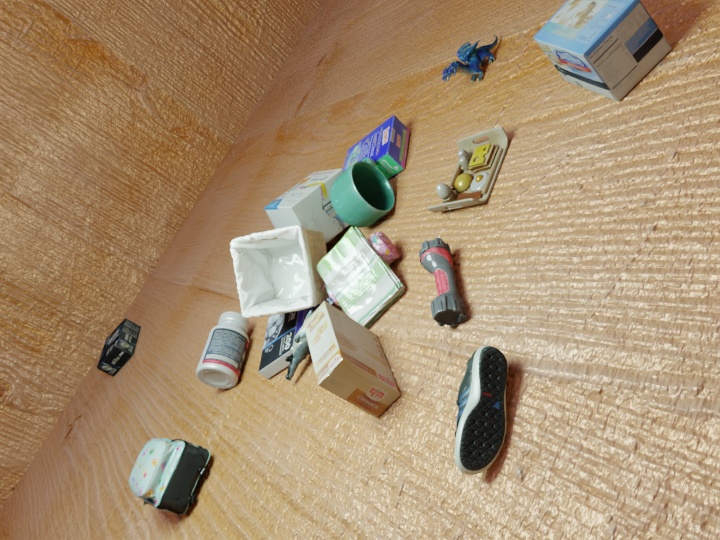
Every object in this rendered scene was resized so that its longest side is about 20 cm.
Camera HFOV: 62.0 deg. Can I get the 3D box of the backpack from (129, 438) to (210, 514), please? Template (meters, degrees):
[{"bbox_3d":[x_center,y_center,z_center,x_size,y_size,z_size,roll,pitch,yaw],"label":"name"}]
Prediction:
[{"bbox_3d":[-0.502,0.521,1.548,0.200,0.153,0.177,-20,48,56],"label":"backpack"}]

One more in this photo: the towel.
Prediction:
[{"bbox_3d":[-0.008,0.017,1.353,0.149,0.031,0.200,-45,64,16],"label":"towel"}]

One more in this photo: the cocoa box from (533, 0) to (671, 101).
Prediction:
[{"bbox_3d":[0.454,-0.436,1.147,0.133,0.131,0.200,-46,29,13],"label":"cocoa box"}]

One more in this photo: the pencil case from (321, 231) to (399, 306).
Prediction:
[{"bbox_3d":[0.000,0.000,1.413,0.200,0.087,0.088,-44,30,17],"label":"pencil case"}]

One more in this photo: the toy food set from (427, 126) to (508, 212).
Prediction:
[{"bbox_3d":[0.233,-0.221,1.324,0.143,0.060,0.201,-7,54,55],"label":"toy food set"}]

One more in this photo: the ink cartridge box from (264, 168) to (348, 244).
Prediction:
[{"bbox_3d":[-0.126,-0.166,1.648,0.200,0.145,0.147,-41,27,-29],"label":"ink cartridge box"}]

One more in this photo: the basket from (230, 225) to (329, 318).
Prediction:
[{"bbox_3d":[-0.189,0.002,1.486,0.197,0.161,0.202,-10,89,18],"label":"basket"}]

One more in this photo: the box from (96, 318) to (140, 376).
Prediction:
[{"bbox_3d":[-1.085,0.344,2.697,0.164,0.086,0.201,-42,30,20],"label":"box"}]

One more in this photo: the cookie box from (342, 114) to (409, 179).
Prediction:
[{"bbox_3d":[0.040,-0.318,1.711,0.199,0.075,0.172,-29,37,39],"label":"cookie box"}]

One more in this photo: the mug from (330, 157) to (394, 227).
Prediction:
[{"bbox_3d":[0.003,-0.195,1.567,0.114,0.152,0.185,-35,4,37],"label":"mug"}]

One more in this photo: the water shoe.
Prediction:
[{"bbox_3d":[0.184,0.219,0.932,0.079,0.071,0.201,120,170,-64],"label":"water shoe"}]

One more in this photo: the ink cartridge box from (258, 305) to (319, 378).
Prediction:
[{"bbox_3d":[-0.179,0.156,1.562,0.199,0.043,0.199,-33,34,31],"label":"ink cartridge box"}]

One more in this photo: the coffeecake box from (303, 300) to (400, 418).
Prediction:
[{"bbox_3d":[-0.021,0.172,1.183,0.073,0.153,0.200,-47,28,13],"label":"coffeecake box"}]

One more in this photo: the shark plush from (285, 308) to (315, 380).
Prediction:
[{"bbox_3d":[-0.118,0.173,1.415,0.200,0.083,0.091,-53,-11,-9],"label":"shark plush"}]

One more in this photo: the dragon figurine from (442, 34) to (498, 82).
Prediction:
[{"bbox_3d":[0.293,-0.563,1.566,0.201,0.099,0.059,-56,29,-4],"label":"dragon figurine"}]

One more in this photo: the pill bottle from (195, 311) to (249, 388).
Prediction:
[{"bbox_3d":[-0.386,0.224,1.724,0.119,0.119,0.201,-29,37,38],"label":"pill bottle"}]

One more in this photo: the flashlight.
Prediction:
[{"bbox_3d":[0.154,0.022,1.172,0.068,0.068,0.201,-36,32,28],"label":"flashlight"}]
